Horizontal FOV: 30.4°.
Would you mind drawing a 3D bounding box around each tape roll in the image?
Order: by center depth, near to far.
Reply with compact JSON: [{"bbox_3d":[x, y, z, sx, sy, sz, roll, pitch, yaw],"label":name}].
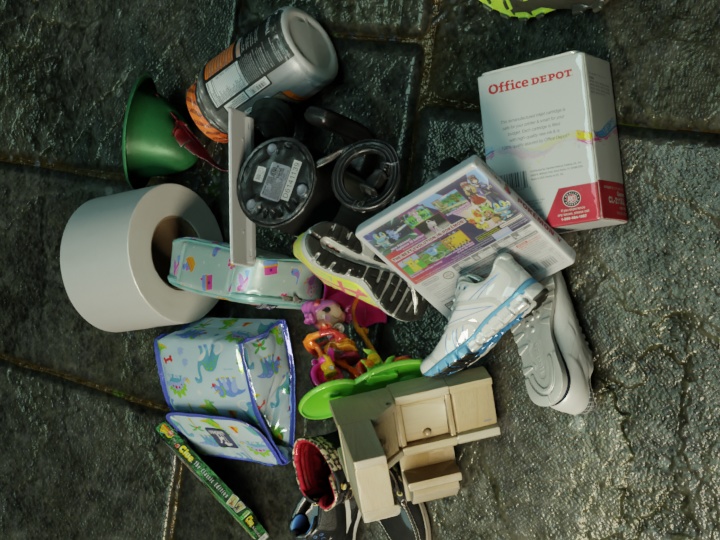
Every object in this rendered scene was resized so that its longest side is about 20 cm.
[{"bbox_3d":[-0.310,-0.017,1.898,0.139,0.203,0.203,-8,84,34],"label":"tape roll"}]

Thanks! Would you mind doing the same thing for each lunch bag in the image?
[{"bbox_3d":[-0.151,0.007,1.814,0.200,0.160,0.077,12,91,41],"label":"lunch bag"},{"bbox_3d":[-0.183,0.174,1.858,0.170,0.127,0.200,1,110,35],"label":"lunch bag"}]

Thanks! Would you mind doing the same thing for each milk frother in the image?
[{"bbox_3d":[-0.017,-0.094,1.694,0.200,0.188,0.181,40,100,30],"label":"milk frother"}]

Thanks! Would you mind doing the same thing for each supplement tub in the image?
[{"bbox_3d":[-0.139,-0.265,1.830,0.200,0.122,0.123,-30,72,31],"label":"supplement tub"}]

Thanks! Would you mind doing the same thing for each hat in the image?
[{"bbox_3d":[-0.240,-0.186,1.921,0.176,0.166,0.200,4,59,7],"label":"hat"}]

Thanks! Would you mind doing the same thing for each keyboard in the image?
[{"bbox_3d":[-0.152,-0.105,1.690,0.011,0.056,0.200,-5,84,29],"label":"keyboard"}]

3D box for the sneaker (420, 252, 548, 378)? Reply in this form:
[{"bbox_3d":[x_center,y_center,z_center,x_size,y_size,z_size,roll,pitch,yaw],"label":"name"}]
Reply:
[{"bbox_3d":[0.134,0.053,1.594,0.200,0.075,0.087,-44,72,29],"label":"sneaker"}]

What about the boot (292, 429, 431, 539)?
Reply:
[{"bbox_3d":[0.001,0.286,1.699,0.073,0.151,0.200,-33,71,31],"label":"boot"}]

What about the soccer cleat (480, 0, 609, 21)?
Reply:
[{"bbox_3d":[0.228,-0.355,1.623,0.200,0.065,0.084,7,63,39],"label":"soccer cleat"}]

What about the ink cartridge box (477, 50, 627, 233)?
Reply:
[{"bbox_3d":[0.230,-0.147,1.589,0.146,0.083,0.200,-8,84,35],"label":"ink cartridge box"}]

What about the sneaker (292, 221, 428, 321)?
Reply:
[{"bbox_3d":[0.000,0.000,1.669,0.090,0.200,0.078,-7,53,61],"label":"sneaker"}]

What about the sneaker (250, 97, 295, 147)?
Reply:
[{"bbox_3d":[-0.119,-0.129,1.793,0.076,0.091,0.200,-5,122,17],"label":"sneaker"}]

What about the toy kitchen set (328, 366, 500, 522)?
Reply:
[{"bbox_3d":[0.084,0.239,1.591,0.200,0.180,0.163,-12,110,-6],"label":"toy kitchen set"}]

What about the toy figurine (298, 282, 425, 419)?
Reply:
[{"bbox_3d":[-0.017,0.091,1.715,0.150,0.200,0.184,-60,43,44],"label":"toy figurine"}]

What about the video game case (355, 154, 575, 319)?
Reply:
[{"bbox_3d":[0.124,-0.032,1.583,0.200,0.182,0.023,-30,28,39],"label":"video game case"}]

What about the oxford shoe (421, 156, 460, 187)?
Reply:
[{"bbox_3d":[0.093,-0.039,1.694,0.084,0.073,0.200,38,113,21],"label":"oxford shoe"}]

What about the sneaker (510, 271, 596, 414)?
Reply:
[{"bbox_3d":[0.235,0.079,1.593,0.076,0.080,0.200,-34,49,46],"label":"sneaker"}]

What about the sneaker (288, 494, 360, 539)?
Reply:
[{"bbox_3d":[-0.057,0.371,1.762,0.073,0.112,0.200,8,93,36],"label":"sneaker"}]

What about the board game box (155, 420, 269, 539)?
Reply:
[{"bbox_3d":[-0.211,0.302,1.885,0.023,0.105,0.200,-41,60,-16],"label":"board game box"}]
